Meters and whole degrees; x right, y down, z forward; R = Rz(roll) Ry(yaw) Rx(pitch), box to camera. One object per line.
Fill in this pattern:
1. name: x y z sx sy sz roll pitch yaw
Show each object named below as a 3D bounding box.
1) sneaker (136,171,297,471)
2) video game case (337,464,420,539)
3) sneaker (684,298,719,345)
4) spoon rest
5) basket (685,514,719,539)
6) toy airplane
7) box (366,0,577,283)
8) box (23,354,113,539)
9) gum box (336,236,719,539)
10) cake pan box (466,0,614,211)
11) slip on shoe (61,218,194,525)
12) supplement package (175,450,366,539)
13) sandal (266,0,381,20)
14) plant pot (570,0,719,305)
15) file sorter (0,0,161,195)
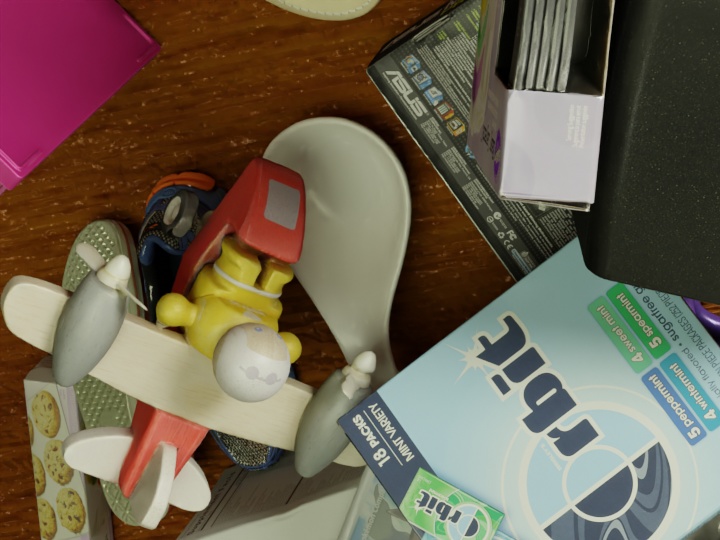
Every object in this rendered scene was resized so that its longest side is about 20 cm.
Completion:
1. sneaker: -0.100 0.042 1.358 0.075 0.079 0.201 -13 109 24
2. video game case: 0.061 0.213 1.269 0.181 0.023 0.201 26 112 14
3. sneaker: 0.257 0.075 1.259 0.199 0.081 0.084 25 114 6
4. spoon rest: 0.000 0.000 1.317 0.099 0.061 0.202 -12 111 22
5. basket: 0.167 0.242 1.333 0.199 0.136 0.124 -23 108 26
6. toy airplane: -0.089 0.057 1.240 0.141 0.199 0.201 14 126 63
7. box: 0.124 -0.084 1.246 0.160 0.044 0.201 -32 102 27
8. box: -0.197 0.156 1.466 0.041 0.039 0.202 6 116 16
9. gum box: 0.115 0.094 1.204 0.199 0.045 0.170 -37 77 1
10. cake pan box: 0.091 -0.135 1.048 0.052 0.200 0.186 3 102 -2
11. slip on shoe: -0.148 0.064 1.399 0.074 0.061 0.202 -4 101 41
12. supplement package: -0.002 0.170 1.366 0.199 0.114 0.110 -21 105 26
13. sandal: -0.083 -0.208 1.240 0.211 0.070 0.078 40 120 -3
14. plant pot: 0.196 -0.089 1.100 0.198 0.200 0.179 13 118 -10
15. file sorter: -0.240 -0.108 1.266 0.139 0.200 0.125 45 122 -6
